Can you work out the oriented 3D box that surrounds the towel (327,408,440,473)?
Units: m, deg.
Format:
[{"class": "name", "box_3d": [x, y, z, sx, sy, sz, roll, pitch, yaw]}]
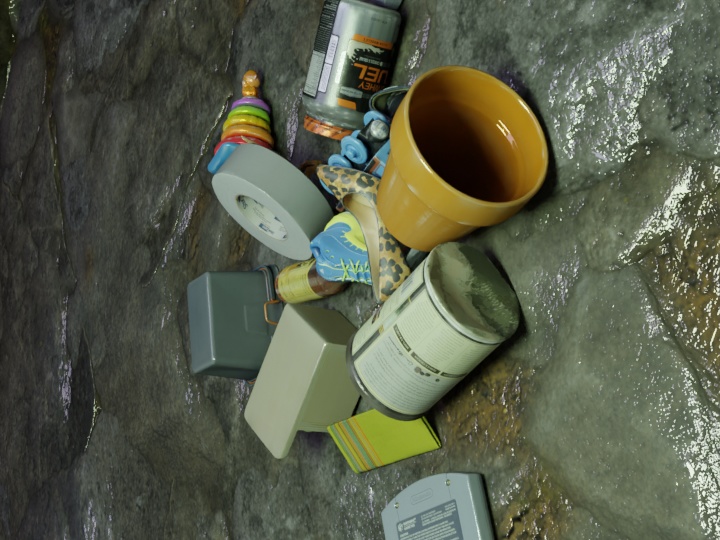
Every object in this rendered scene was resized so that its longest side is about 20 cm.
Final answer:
[{"class": "towel", "box_3d": [0.032, 0.236, 1.558, 0.199, 0.018, 0.087, -28, 96, 49]}]

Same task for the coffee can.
[{"class": "coffee can", "box_3d": [0.091, 0.082, 1.411, 0.200, 0.144, 0.148, -47, 50, 40]}]

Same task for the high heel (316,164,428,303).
[{"class": "high heel", "box_3d": [-0.002, -0.053, 1.490, 0.144, 0.198, 0.072, -56, -4, -25]}]

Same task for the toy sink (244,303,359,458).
[{"class": "toy sink", "box_3d": [-0.075, 0.174, 1.664, 0.130, 0.111, 0.203, 39, 112, 49]}]

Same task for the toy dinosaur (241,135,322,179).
[{"class": "toy dinosaur", "box_3d": [-0.108, -0.149, 1.738, 0.201, 0.104, 0.061, 71, 178, -54]}]

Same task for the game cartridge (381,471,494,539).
[{"class": "game cartridge", "box_3d": [0.103, 0.346, 1.456, 0.199, 0.041, 0.136, -36, 54, 47]}]

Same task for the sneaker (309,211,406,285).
[{"class": "sneaker", "box_3d": [0.000, 0.000, 1.562, 0.200, 0.104, 0.077, 41, 153, 39]}]

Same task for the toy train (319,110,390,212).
[{"class": "toy train", "box_3d": [0.015, -0.143, 1.569, 0.114, 0.087, 0.200, 42, 151, 0]}]

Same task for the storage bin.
[{"class": "storage bin", "box_3d": [-0.212, 0.090, 1.848, 0.145, 0.132, 0.204, -26, 66, 50]}]

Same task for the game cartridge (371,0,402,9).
[{"class": "game cartridge", "box_3d": [0.050, -0.503, 1.636, 0.133, 0.040, 0.203, 34, 112, 47]}]

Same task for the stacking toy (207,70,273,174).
[{"class": "stacking toy", "box_3d": [-0.198, -0.262, 1.917, 0.116, 0.108, 0.204, 140, 138, -58]}]

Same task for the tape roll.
[{"class": "tape roll", "box_3d": [-0.137, -0.106, 1.713, 0.199, 0.201, 0.067, 8, 55, 54]}]

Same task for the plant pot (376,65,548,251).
[{"class": "plant pot", "box_3d": [0.109, -0.123, 1.386, 0.184, 0.197, 0.204, 130, 133, -54]}]

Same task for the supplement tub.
[{"class": "supplement tub", "box_3d": [-0.018, -0.301, 1.634, 0.122, 0.121, 0.204, 31, 111, 51]}]

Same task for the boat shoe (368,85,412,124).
[{"class": "boat shoe", "box_3d": [0.086, -0.228, 1.530, 0.199, 0.061, 0.076, 25, 104, 52]}]

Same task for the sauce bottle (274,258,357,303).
[{"class": "sauce bottle", "box_3d": [-0.059, 0.011, 1.705, 0.198, 0.065, 0.067, -14, 74, 50]}]
